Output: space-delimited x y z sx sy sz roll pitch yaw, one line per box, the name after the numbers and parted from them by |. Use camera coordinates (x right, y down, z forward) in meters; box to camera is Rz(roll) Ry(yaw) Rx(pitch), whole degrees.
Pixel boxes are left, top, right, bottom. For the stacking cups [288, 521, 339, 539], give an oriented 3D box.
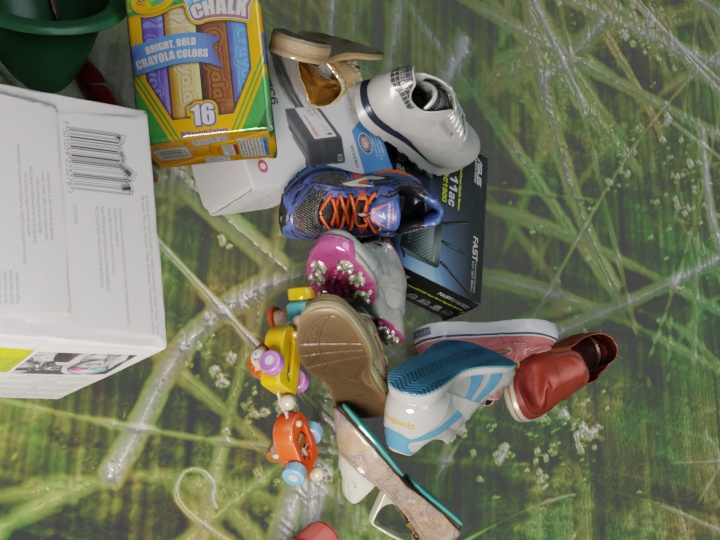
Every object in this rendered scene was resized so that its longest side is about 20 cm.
-0.088 0.304 1.191 0.200 0.060 0.061 -34 96 -48 | stacking cups

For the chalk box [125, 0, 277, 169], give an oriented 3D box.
-0.146 -0.208 1.208 0.123 0.125 0.202 -5 84 -2 | chalk box

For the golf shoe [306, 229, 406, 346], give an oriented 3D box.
0.000 0.000 1.303 0.200 0.075 0.092 62 39 -58 | golf shoe

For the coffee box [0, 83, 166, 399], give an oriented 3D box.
-0.293 -0.017 1.035 0.199 0.197 0.202 6 70 -38 | coffee box

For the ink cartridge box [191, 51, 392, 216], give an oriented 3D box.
-0.080 -0.147 1.357 0.199 0.083 0.146 -12 81 -44 | ink cartridge box

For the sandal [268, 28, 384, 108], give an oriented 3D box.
-0.043 -0.199 1.311 0.211 0.077 0.070 -18 128 -68 | sandal

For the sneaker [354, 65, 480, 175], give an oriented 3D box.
0.080 -0.162 1.412 0.199 0.080 0.077 19 53 -49 | sneaker

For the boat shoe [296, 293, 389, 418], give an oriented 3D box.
-0.015 0.073 1.272 0.201 0.071 0.065 70 21 -54 | boat shoe

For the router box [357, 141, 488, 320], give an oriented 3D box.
0.068 -0.064 1.471 0.149 0.062 0.202 25 57 -33 | router box

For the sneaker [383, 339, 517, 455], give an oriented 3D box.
0.089 0.127 1.343 0.199 0.076 0.081 -16 121 -49 | sneaker

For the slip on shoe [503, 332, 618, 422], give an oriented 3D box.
0.238 0.120 1.548 0.199 0.061 0.075 -24 91 -43 | slip on shoe

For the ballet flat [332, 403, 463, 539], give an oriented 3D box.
0.024 0.221 1.315 0.067 0.068 0.200 -44 108 -3 | ballet flat

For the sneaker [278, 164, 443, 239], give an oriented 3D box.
0.003 -0.066 1.308 0.199 0.078 0.076 -11 111 -37 | sneaker

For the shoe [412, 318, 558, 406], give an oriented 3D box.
0.148 0.107 1.471 0.199 0.071 0.092 1 74 -36 | shoe

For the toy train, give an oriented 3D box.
-0.066 0.107 1.294 0.201 0.055 0.151 -70 147 -46 | toy train

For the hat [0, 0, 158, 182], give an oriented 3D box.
-0.303 -0.184 1.222 0.200 0.177 0.165 37 40 27 | hat
